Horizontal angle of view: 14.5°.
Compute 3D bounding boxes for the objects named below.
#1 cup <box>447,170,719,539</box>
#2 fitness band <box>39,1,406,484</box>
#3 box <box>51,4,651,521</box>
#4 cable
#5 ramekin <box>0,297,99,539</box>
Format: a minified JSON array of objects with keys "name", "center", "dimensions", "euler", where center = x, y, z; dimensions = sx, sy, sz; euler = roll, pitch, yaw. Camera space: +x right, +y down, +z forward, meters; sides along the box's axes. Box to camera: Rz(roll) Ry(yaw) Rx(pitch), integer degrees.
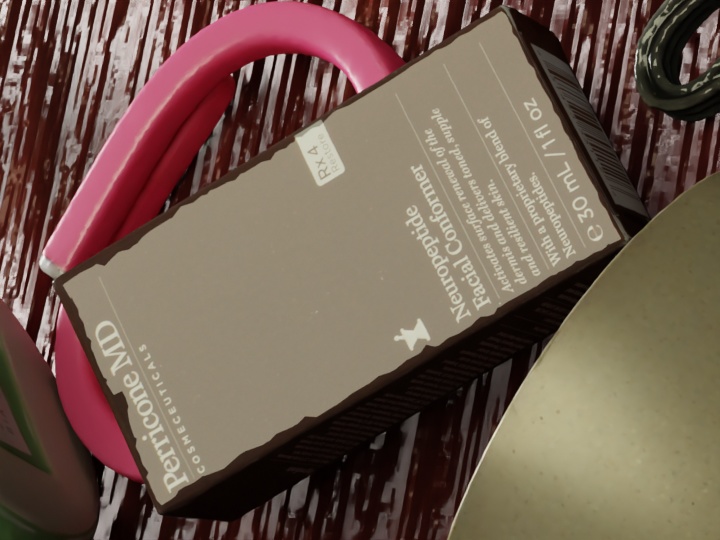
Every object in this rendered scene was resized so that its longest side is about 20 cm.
[{"name":"cup","center":[0.135,0.089,0.859],"dimensions":[0.143,0.200,0.201],"euler":[33,95,26]},{"name":"fitness band","center":[-0.051,-0.010,1.110],"dimensions":[0.143,0.037,0.201],"euler":[37,98,37]},{"name":"box","center":[0.000,0.000,1.018],"dimensions":[0.199,0.075,0.101],"euler":[-32,74,15]},{"name":"cable","center":[0.169,-0.133,0.983],"dimensions":[0.199,0.050,0.098],"euler":[-29,66,23]},{"name":"ramekin","center":[-0.190,0.059,1.090],"dimensions":[0.097,0.200,0.201],"euler":[-36,57,11]}]
